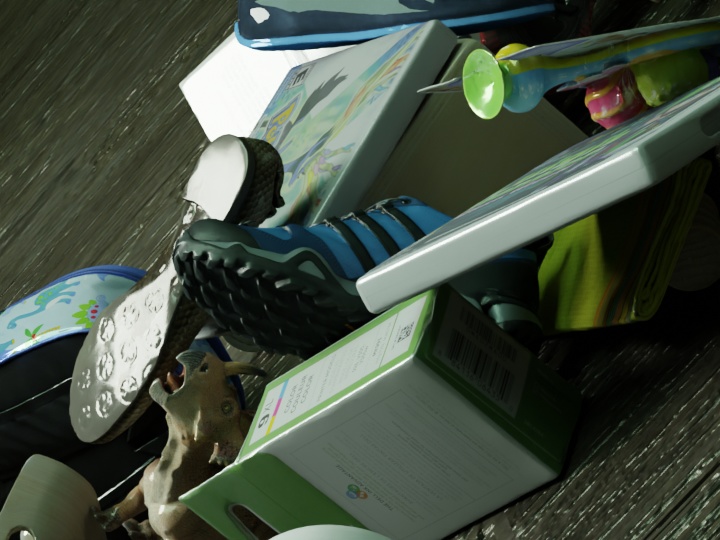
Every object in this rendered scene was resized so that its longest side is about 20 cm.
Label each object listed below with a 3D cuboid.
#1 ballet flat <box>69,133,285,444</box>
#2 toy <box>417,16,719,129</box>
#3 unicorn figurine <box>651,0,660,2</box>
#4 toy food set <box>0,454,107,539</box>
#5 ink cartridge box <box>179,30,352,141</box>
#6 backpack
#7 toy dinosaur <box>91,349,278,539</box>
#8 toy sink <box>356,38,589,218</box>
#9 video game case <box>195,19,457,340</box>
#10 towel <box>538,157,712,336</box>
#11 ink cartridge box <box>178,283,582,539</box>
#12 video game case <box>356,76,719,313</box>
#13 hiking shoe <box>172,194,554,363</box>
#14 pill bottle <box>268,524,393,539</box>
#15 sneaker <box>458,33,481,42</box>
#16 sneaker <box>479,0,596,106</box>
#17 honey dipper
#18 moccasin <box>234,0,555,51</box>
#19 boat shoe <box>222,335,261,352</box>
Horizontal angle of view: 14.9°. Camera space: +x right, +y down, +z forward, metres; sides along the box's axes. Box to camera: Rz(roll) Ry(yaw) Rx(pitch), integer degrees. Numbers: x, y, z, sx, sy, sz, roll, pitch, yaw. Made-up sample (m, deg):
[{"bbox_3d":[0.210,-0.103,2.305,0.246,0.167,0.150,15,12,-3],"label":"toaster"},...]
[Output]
[{"bbox_3d":[-0.098,0.013,1.519,0.067,0.046,0.201,45,111,41],"label":"ballet flat"},{"bbox_3d":[0.143,-0.100,1.449,0.115,0.199,0.048,-17,81,58],"label":"toy"},{"bbox_3d":[0.207,-0.217,1.585,0.137,0.074,0.200,-45,23,28],"label":"unicorn figurine"},{"bbox_3d":[-0.194,0.222,1.584,0.201,0.060,0.144,84,-158,-48],"label":"toy food set"},{"bbox_3d":[0.002,-0.147,1.793,0.200,0.083,0.147,-41,-20,25],"label":"ink cartridge box"},{"bbox_3d":[-0.174,0.092,1.723,0.199,0.183,0.147,-29,24,21],"label":"backpack"},{"bbox_3d":[-0.072,0.126,1.555,0.135,0.086,0.200,-40,-23,6],"label":"toy dinosaur"},{"bbox_3d":[0.023,-0.021,1.590,0.200,0.112,0.130,-55,20,-13],"label":"toy sink"},{"bbox_3d":[-0.041,-0.047,1.578,0.201,0.022,0.182,-59,21,-20],"label":"video game case"},{"bbox_3d":[0.124,-0.009,1.413,0.086,0.018,0.200,-67,11,-9],"label":"towel"},{"bbox_3d":[0.008,0.093,1.438,0.200,0.104,0.059,-33,26,41],"label":"ink cartridge box"},{"bbox_3d":[0.117,-0.050,1.342,0.200,0.023,0.182,-26,3,45],"label":"video game case"},{"bbox_3d":[0.000,0.000,1.453,0.075,0.199,0.087,113,167,-53],"label":"hiking shoe"},{"bbox_3d":[-0.022,0.221,1.273,0.111,0.111,0.201,-38,23,33],"label":"pill bottle"},{"bbox_3d":[0.027,-0.076,1.720,0.200,0.082,0.074,-51,22,3],"label":"sneaker"},{"bbox_3d":[0.118,-0.193,1.664,0.098,0.070,0.201,99,-173,-65],"label":"sneaker"},{"bbox_3d":[0.164,-0.050,1.453,0.038,0.038,0.200,-44,18,19],"label":"honey dipper"},{"bbox_3d":[0.015,-0.169,1.618,0.199,0.069,0.080,-3,0,18],"label":"moccasin"},{"bbox_3d":[-0.030,-0.040,1.797,0.200,0.072,0.063,-52,22,12],"label":"boat shoe"}]
